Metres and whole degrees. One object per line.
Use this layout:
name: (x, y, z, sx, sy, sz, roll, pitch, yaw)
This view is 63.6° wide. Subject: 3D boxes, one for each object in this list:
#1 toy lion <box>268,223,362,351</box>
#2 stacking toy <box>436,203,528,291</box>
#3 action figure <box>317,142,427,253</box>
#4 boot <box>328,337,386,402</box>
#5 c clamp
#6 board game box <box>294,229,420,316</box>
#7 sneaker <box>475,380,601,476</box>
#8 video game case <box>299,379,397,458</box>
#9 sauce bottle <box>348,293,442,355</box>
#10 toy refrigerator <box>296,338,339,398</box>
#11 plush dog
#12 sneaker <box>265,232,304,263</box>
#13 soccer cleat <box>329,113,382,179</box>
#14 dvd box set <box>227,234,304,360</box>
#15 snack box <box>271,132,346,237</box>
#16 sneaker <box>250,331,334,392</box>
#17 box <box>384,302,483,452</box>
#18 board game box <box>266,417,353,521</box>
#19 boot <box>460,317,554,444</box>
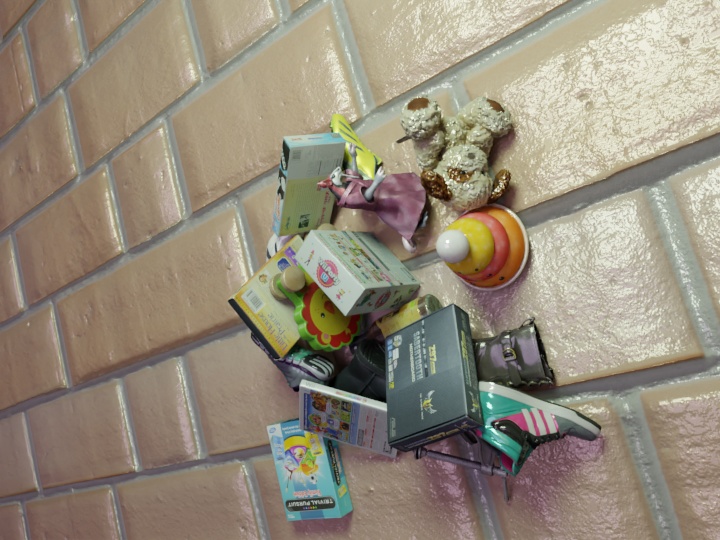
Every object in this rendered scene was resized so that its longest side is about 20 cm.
toy lion: (-0.063, 0.042, 1.100, 0.192, 0.201, 0.068, 46, 142, -15)
stacking toy: (0.169, -0.036, 0.916, 0.144, 0.199, 0.149, 2, 93, 34)
action figure: (0.018, -0.132, 1.037, 0.135, 0.196, 0.151, -104, 23, -59)
boot: (0.045, 0.234, 1.092, 0.199, 0.077, 0.169, 34, 132, 3)
c clamp: (0.156, 0.304, 0.984, 0.197, 0.027, 0.173, 11, 123, 26)
board game box: (0.000, 0.000, 1.033, 0.148, 0.199, 0.065, 47, 114, 23)
sneaker: (0.261, 0.257, 0.888, 0.197, 0.084, 0.123, 19, 77, 3)
video game case: (-0.019, 0.278, 1.082, 0.197, 0.018, 0.145, 14, 133, 9)
sauce bottle: (0.062, 0.109, 1.077, 0.198, 0.064, 0.066, -29, 76, 30)
toy refrigerator: (-0.102, 0.184, 1.185, 0.069, 0.075, 0.203, -27, 78, 32)
plush dog: (0.153, -0.175, 0.953, 0.161, 0.197, 0.174, 118, 143, -55)
sneaker: (-0.149, 0.014, 1.196, 0.130, 0.079, 0.200, 49, 115, 31)
soccer cleat: (-0.004, -0.216, 1.121, 0.082, 0.065, 0.203, -20, 75, 3)
dvd box set: (-0.140, 0.048, 1.106, 0.029, 0.200, 0.147, -20, 113, 49)
snack box: (-0.100, -0.159, 1.098, 0.037, 0.115, 0.202, 52, 141, 37)
sneaker: (-0.144, 0.185, 1.128, 0.198, 0.074, 0.089, 26, 111, 30)
box: (0.113, 0.174, 0.946, 0.157, 0.051, 0.203, -29, 44, 33)
board game box: (-0.109, 0.411, 1.217, 0.149, 0.047, 0.204, -19, 81, 33)
boot: (0.234, 0.188, 0.966, 0.171, 0.069, 0.204, -10, 93, 26)
